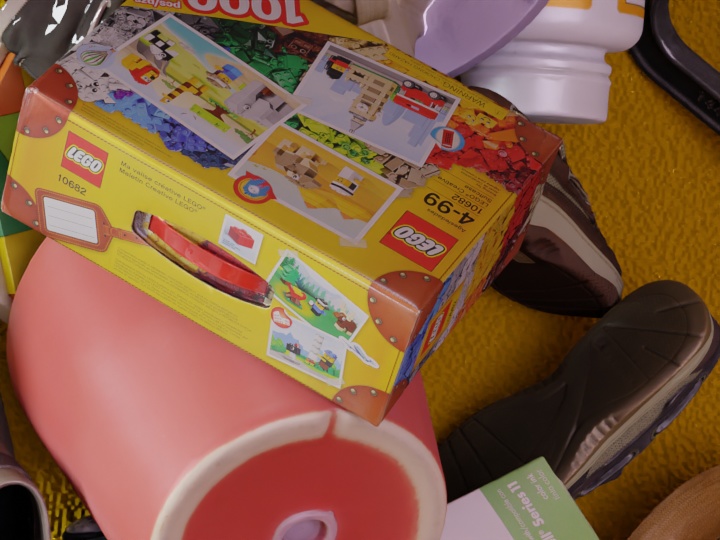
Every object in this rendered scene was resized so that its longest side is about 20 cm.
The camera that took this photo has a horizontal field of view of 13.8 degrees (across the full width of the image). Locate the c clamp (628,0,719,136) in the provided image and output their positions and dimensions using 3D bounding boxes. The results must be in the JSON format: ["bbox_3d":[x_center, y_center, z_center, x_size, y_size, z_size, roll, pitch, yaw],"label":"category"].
[{"bbox_3d":[0.231,-0.116,1.553,0.200,0.171,0.027,36,52,12],"label":"c clamp"}]

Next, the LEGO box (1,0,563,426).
[{"bbox_3d":[-0.034,-0.043,1.326,0.200,0.077,0.149,29,43,12],"label":"LEGO box"}]

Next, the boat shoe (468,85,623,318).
[{"bbox_3d":[0.091,-0.036,1.520,0.202,0.074,0.075,42,57,-62],"label":"boat shoe"}]

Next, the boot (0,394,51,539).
[{"bbox_3d":[-0.184,0.100,1.415,0.070,0.146,0.201,-11,95,-19],"label":"boot"}]

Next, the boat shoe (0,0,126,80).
[{"bbox_3d":[-0.093,-0.165,1.388,0.057,0.067,0.200,42,109,0],"label":"boat shoe"}]

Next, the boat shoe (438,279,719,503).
[{"bbox_3d":[0.112,0.089,1.559,0.201,0.072,0.066,-42,142,8],"label":"boat shoe"}]

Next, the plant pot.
[{"bbox_3d":[-0.052,0.071,1.388,0.200,0.178,0.201,-11,127,-15],"label":"plant pot"}]

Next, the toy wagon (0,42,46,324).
[{"bbox_3d":[-0.134,-0.021,1.469,0.155,0.040,0.201,-17,98,-36],"label":"toy wagon"}]

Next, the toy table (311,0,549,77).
[{"bbox_3d":[0.001,-0.152,1.448,0.200,0.117,0.184,-31,81,12],"label":"toy table"}]

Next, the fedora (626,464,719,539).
[{"bbox_3d":[0.196,0.195,1.606,0.200,0.082,0.202,1,88,-26],"label":"fedora"}]

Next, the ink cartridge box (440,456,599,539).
[{"bbox_3d":[0.017,0.183,1.467,0.199,0.117,0.067,-25,63,-17],"label":"ink cartridge box"}]

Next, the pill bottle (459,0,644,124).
[{"bbox_3d":[0.096,-0.179,1.539,0.109,0.109,0.201,4,90,-22],"label":"pill bottle"}]

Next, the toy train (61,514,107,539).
[{"bbox_3d":[-0.111,0.222,1.465,0.086,0.114,0.201,-10,96,-22],"label":"toy train"}]
